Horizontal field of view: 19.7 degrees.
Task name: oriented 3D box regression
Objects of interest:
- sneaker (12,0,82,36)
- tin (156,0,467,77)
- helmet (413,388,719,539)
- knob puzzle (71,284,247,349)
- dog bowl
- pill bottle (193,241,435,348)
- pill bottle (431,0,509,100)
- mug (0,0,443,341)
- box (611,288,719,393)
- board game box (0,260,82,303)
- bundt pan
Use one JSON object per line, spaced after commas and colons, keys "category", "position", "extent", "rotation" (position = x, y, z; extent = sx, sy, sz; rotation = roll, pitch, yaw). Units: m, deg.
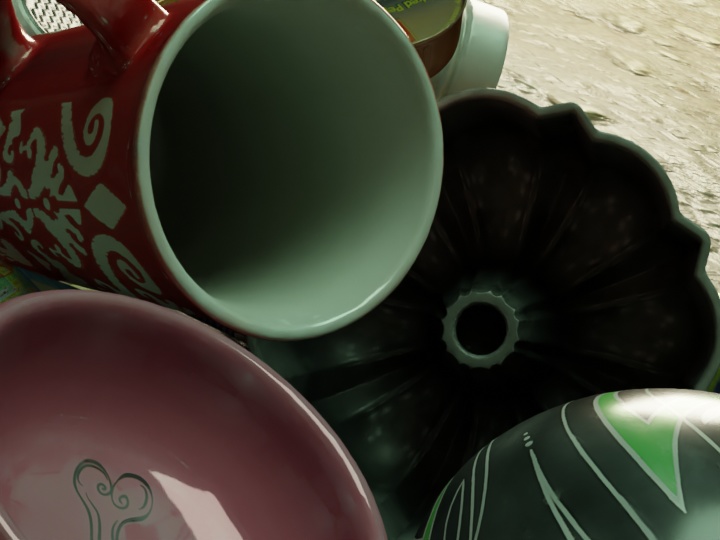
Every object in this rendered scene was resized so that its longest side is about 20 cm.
{"category": "sneaker", "position": [-0.141, -0.080, 1.140], "extent": [0.200, 0.085, 0.073], "rotation": [32, 27, -40]}
{"category": "tin", "position": [-0.035, -0.125, 1.099], "extent": [0.200, 0.042, 0.112], "rotation": [-23, 47, -26]}
{"category": "helmet", "position": [0.102, 0.130, 0.672], "extent": [0.191, 0.200, 0.200], "rotation": [1, 28, -41]}
{"category": "knob puzzle", "position": [-0.091, 0.049, 0.910], "extent": [0.219, 0.030, 0.220], "rotation": [18, 20, -7]}
{"category": "dog bowl", "position": [-0.076, 0.089, 0.686], "extent": [0.200, 0.074, 0.200], "rotation": [26, 32, -18]}
{"category": "pill bottle", "position": [0.000, 0.000, 0.994], "extent": [0.200, 0.112, 0.112], "rotation": [25, 21, 3]}
{"category": "pill bottle", "position": [-0.008, -0.161, 1.390], "extent": [0.200, 0.114, 0.114], "rotation": [16, 21, -14]}
{"category": "mug", "position": [-0.084, -0.066, 0.829], "extent": [0.133, 0.178, 0.200], "rotation": [-26, 16, -30]}
{"category": "box", "position": [0.192, 0.073, 0.983], "extent": [0.200, 0.122, 0.048], "rotation": [4, 27, -37]}
{"category": "board game box", "position": [-0.180, 0.052, 0.767], "extent": [0.134, 0.034, 0.200], "rotation": [21, 31, 0]}
{"category": "bundt pan", "position": [0.056, 0.026, 0.889], "extent": [0.202, 0.202, 0.076], "rotation": [25, 3, 11]}
